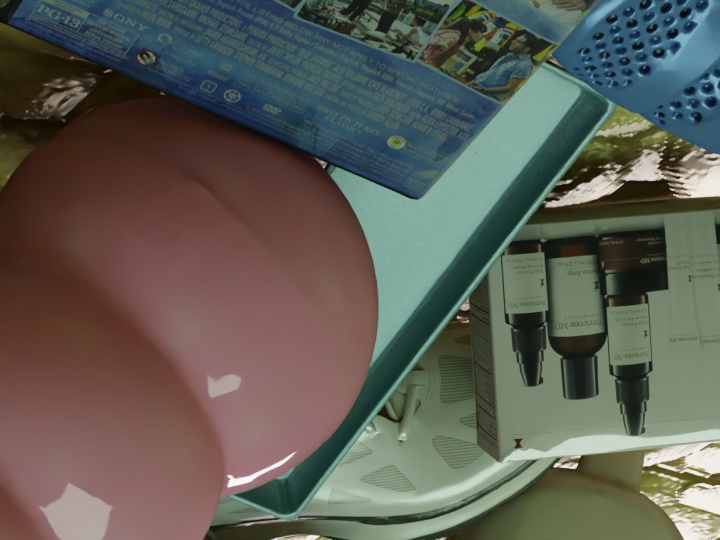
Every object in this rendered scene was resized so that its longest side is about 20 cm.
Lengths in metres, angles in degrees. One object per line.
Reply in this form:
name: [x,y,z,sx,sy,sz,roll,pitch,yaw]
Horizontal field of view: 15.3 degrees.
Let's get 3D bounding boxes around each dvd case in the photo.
dvd case: [0.005,-0.104,0.707,0.142,0.018,0.200,23,137,-20]

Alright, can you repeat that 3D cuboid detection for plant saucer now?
plant saucer: [0.000,0.000,0.880,0.070,0.019,0.200,24,119,-23]

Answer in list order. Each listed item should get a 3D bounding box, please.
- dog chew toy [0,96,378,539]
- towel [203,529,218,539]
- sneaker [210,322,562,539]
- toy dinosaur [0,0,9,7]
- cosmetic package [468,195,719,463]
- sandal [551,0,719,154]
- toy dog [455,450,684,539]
dog chew toy: [-0.083,0.041,0.784,0.124,0.200,0.125,28,148,20]
towel: [-0.112,0.103,0.966,0.022,0.147,0.200,-30,160,-31]
sneaker: [-0.023,0.048,0.952,0.200,0.076,0.115,-15,150,14]
toy dinosaur: [-0.140,-0.090,0.629,0.102,0.077,0.200,-39,139,27]
cosmetic package: [0.139,0.016,0.926,0.199,0.083,0.051,-5,-172,-7]
sandal: [0.140,-0.052,0.828,0.199,0.087,0.079,16,141,-32]
toy dog: [0.061,0.154,1.079,0.139,0.195,0.200,4,166,-4]
